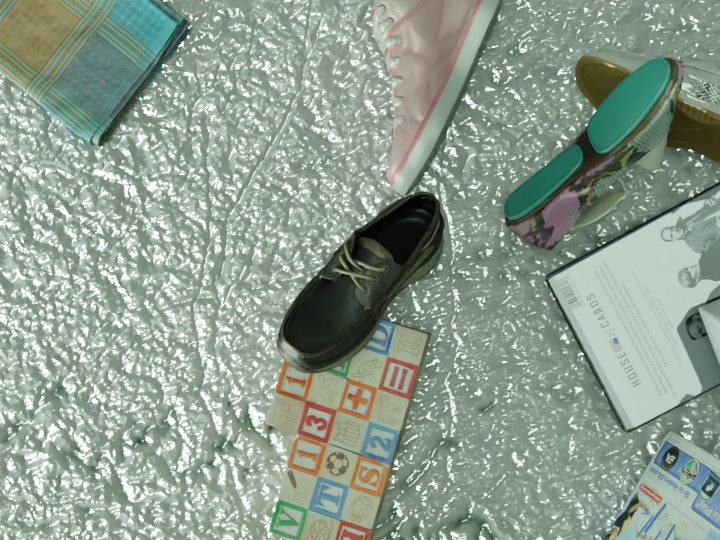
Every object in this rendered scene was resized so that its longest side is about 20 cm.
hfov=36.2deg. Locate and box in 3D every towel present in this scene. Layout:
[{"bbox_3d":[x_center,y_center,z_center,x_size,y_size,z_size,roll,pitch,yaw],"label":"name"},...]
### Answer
[{"bbox_3d":[-0.276,-0.229,1.027,0.199,0.022,0.147,37,91,8],"label":"towel"}]

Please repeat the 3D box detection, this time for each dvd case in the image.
[{"bbox_3d":[0.280,0.025,0.944,0.198,0.025,0.152,-28,84,5],"label":"dvd case"}]

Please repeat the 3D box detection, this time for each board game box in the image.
[{"bbox_3d":[0.251,0.244,0.846,0.055,0.200,0.197,30,92,-12],"label":"board game box"}]

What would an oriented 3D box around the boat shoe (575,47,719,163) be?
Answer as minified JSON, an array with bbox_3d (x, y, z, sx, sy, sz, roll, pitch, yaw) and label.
[{"bbox_3d":[0.282,-0.146,0.937,0.198,0.071,0.070,27,64,15],"label":"boat shoe"}]

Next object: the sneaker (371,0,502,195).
[{"bbox_3d":[0.042,-0.171,0.957,0.104,0.075,0.202,23,82,3],"label":"sneaker"}]

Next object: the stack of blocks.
[{"bbox_3d":[-0.021,0.135,0.957,0.114,0.059,0.203,16,89,8],"label":"stack of blocks"}]

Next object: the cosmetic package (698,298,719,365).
[{"bbox_3d":[0.403,0.092,0.861,0.198,0.123,0.202,-22,96,4],"label":"cosmetic package"}]

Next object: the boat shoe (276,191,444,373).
[{"bbox_3d":[0.000,0.000,0.910,0.074,0.074,0.200,30,55,18],"label":"boat shoe"}]

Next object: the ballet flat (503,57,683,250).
[{"bbox_3d":[0.206,-0.091,0.920,0.071,0.070,0.200,30,121,-24],"label":"ballet flat"}]
